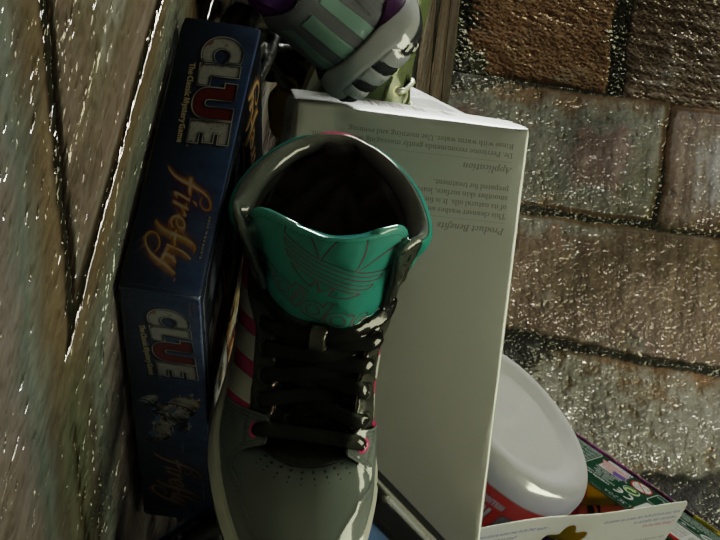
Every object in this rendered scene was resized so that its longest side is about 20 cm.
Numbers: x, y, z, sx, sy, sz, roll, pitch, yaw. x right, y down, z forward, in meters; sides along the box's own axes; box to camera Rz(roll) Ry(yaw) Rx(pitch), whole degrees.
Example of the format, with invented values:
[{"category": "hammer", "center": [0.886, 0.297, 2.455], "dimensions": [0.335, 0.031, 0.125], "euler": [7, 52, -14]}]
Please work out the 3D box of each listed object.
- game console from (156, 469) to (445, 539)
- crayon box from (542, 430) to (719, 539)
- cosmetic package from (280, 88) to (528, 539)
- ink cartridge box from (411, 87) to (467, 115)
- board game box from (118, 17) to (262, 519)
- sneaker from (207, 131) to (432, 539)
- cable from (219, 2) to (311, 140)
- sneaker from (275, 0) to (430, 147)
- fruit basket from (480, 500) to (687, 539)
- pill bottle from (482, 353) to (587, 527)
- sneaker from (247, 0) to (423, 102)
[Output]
[{"category": "game console", "center": [-0.018, 0.201, 1.157], "dimensions": [0.200, 0.171, 0.118], "euler": [48, 13, -40]}, {"category": "crayon box", "center": [0.085, 0.174, 1.488], "dimensions": [0.058, 0.200, 0.173], "euler": [-9, 129, -60]}, {"category": "cosmetic package", "center": [0.009, 0.024, 1.215], "dimensions": [0.081, 0.113, 0.200], "euler": [-120, -141, -82]}, {"category": "ink cartridge box", "center": [0.000, 0.000, 1.409], "dimensions": [0.163, 0.057, 0.200], "euler": [33, -63, 57]}, {"category": "board game box", "center": [-0.070, 0.005, 1.145], "dimensions": [0.200, 0.035, 0.136], "euler": [92, 7, -59]}, {"category": "sneaker", "center": [-0.016, 0.026, 1.071], "dimensions": [0.121, 0.084, 0.200], "euler": [102, -9, -62]}, {"category": "cable", "center": [-0.034, -0.114, 1.285], "dimensions": [0.200, 0.050, 0.097], "euler": [9, 97, -87]}, {"category": "sneaker", "center": [0.006, -0.051, 1.299], "dimensions": [0.200, 0.090, 0.067], "euler": [-62, 168, 24]}, {"category": "fruit basket", "center": [0.061, 0.194, 1.363], "dimensions": [0.185, 0.094, 0.200], "euler": [-2, 126, -47]}, {"category": "pill bottle", "center": [0.017, 0.139, 1.422], "dimensions": [0.200, 0.116, 0.116], "euler": [-44, -166, 24]}, {"category": "sneaker", "center": [-0.028, -0.163, 1.210], "dimensions": [0.074, 0.088, 0.200], "euler": [-43, -146, 17]}]
